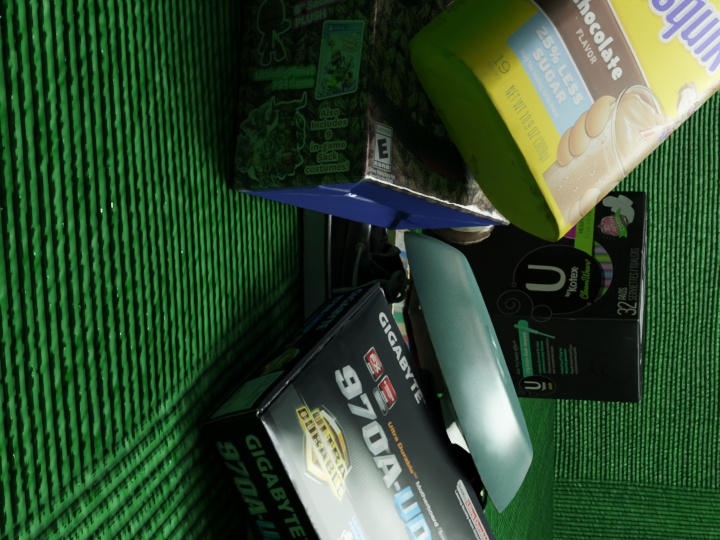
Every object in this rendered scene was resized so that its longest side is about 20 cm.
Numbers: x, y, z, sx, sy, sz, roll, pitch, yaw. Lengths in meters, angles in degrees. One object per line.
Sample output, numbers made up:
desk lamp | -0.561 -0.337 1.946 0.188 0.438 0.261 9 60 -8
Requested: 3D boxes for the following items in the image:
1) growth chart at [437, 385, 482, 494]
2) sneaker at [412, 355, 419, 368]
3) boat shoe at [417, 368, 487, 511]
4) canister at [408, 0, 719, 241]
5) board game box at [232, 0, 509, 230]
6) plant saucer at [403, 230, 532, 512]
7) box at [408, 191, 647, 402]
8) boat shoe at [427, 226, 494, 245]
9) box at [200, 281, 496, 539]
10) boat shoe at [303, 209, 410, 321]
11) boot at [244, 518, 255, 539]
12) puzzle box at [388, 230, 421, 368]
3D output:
growth chart | 0.031 0.155 0.981 0.200 0.018 0.146 -42 123 -37
sneaker | 0.036 0.112 1.066 0.200 0.077 0.117 -34 136 -76
boat shoe | 0.046 0.152 0.919 0.202 0.071 0.073 68 29 -27
canister | 0.137 -0.132 0.758 0.200 0.086 0.149 -42 123 -11
board game box | 0.016 -0.136 0.811 0.159 0.096 0.203 11 80 -53
plant saucer | 0.079 0.063 0.931 0.200 0.035 0.203 -19 91 -83
box | 0.154 0.021 1.216 0.125 0.197 0.150 75 22 -48
boat shoe | 0.048 -0.066 0.994 0.203 0.074 0.076 -117 -154 -53
box | 0.002 0.133 0.800 0.159 0.046 0.202 -43 112 -54
boat shoe | 0.001 -0.001 0.944 0.074 0.067 0.203 -34 125 -74
boot | -0.009 0.224 0.885 0.175 0.065 0.203 -27 118 -59
puzzle box | 0.036 0.034 1.204 0.200 0.025 0.135 13 80 -77
